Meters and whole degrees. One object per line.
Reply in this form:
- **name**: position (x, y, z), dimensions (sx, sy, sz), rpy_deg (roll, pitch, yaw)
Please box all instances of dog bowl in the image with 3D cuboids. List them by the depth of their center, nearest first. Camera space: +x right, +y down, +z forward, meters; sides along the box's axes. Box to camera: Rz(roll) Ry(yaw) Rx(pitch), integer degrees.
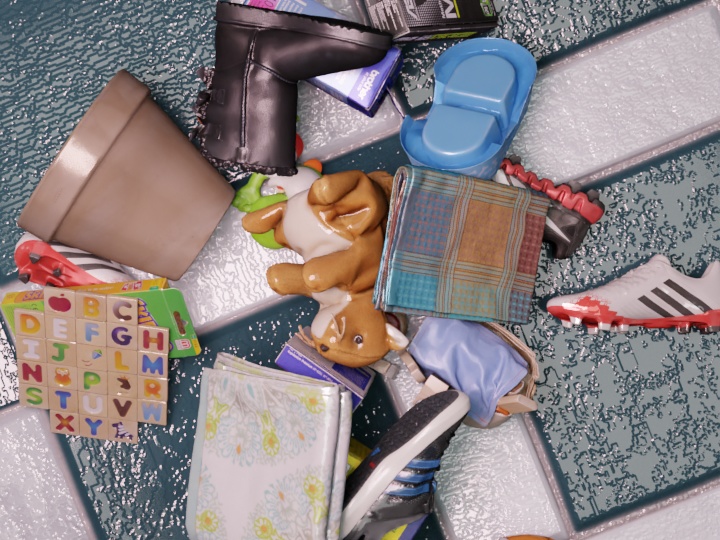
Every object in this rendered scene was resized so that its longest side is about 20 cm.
- **dog bowl**: position (0.116, -0.163, 1.377), dimensions (0.111, 0.050, 0.200), rpy_deg (14, 54, 20)

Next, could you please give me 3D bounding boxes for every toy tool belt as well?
- **toy tool belt**: position (0.095, 0.094, 1.389), dimensions (0.200, 0.123, 0.125), rpy_deg (30, 87, 1)

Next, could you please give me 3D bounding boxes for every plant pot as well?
- **plant pot**: position (-0.234, -0.083, 1.371), dimensions (0.173, 0.200, 0.200), rpy_deg (34, 91, -9)

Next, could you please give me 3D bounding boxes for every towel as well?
- **towel**: position (-0.092, 0.192, 1.285), dimensions (0.171, 0.048, 0.200), rpy_deg (10, 97, 36)
- **towel**: position (0.107, -0.022, 1.315), dimensions (0.200, 0.022, 0.147), rpy_deg (8, 93, -35)

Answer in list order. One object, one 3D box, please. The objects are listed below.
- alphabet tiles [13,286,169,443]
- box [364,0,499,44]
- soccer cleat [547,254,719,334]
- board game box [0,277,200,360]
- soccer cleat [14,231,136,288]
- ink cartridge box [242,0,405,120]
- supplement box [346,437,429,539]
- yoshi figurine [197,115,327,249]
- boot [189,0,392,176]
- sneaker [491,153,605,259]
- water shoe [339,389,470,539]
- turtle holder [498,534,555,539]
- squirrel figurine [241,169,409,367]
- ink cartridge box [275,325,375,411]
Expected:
- **alphabet tiles**: position (-0.290, 0.105, 1.406), dimensions (0.166, 0.006, 0.200), rpy_deg (8, 124, 2)
- **box**: position (0.055, -0.339, 1.360), dimensions (0.047, 0.193, 0.200), rpy_deg (-18, 89, 34)
- **soccer cleat**: position (0.301, 0.025, 1.409), dimensions (0.200, 0.069, 0.085), rpy_deg (1, 82, -2)
- **board game box**: position (-0.275, 0.058, 1.395), dimensions (0.200, 0.030, 0.096), rpy_deg (-4, 128, 12)
- **soccer cleat**: position (-0.284, 0.011, 1.431), dimensions (0.200, 0.085, 0.069), rpy_deg (29, 125, -17)
- **ink cartridge box**: position (-0.029, -0.229, 1.384), dimensions (0.200, 0.136, 0.076), rpy_deg (29, 94, 1)
- **supplement box**: position (-0.033, 0.235, 1.403), dimensions (0.200, 0.110, 0.109), rpy_deg (34, 91, 0)
- **yoshi figurine**: position (-0.108, -0.106, 1.410), dimensions (0.112, 0.112, 0.200), rpy_deg (-33, 92, 18)
- **boot**: position (-0.072, -0.174, 1.292), dimensions (0.198, 0.073, 0.163), rpy_deg (12, 103, 14)
- **sneaker**: position (0.160, -0.073, 1.412), dimensions (0.200, 0.071, 0.098), rpy_deg (24, 89, 0)
- **water shoe**: position (0.049, 0.208, 1.324), dimensions (0.200, 0.072, 0.079), rpy_deg (-45, 106, 1)
- **turtle holder**: position (0.188, 0.370, 1.384), dimensions (0.132, 0.141, 0.186), rpy_deg (-17, 81, -15)
- **squirrel figurine**: position (0.000, 0.000, 1.338), dimensions (0.141, 0.200, 0.187), rpy_deg (-22, 87, 39)
- **ink cartridge box**: position (-0.035, 0.104, 1.356), dimensions (0.095, 0.200, 0.037), rpy_deg (35, 92, 2)
